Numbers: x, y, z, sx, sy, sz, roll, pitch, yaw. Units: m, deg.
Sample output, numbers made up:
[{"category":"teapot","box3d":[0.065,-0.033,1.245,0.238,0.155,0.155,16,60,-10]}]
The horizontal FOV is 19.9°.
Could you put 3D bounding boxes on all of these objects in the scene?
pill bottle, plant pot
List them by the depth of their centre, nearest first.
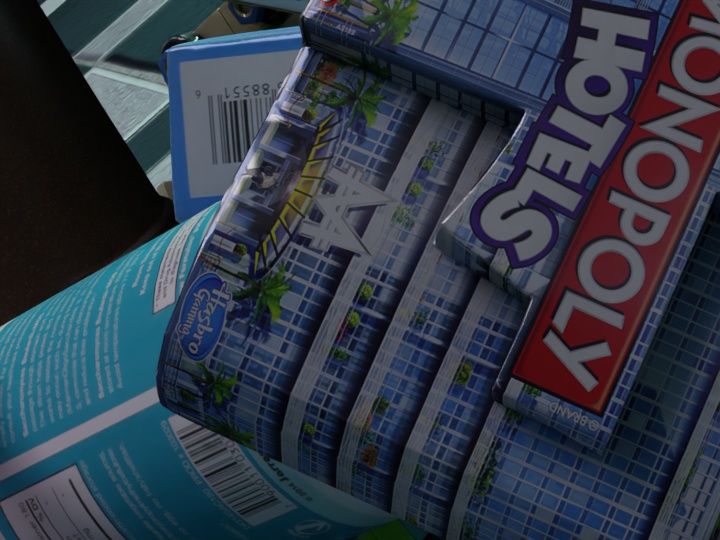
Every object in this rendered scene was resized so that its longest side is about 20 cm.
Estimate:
[{"category":"pill bottle","box3d":[-0.059,0.048,0.660,0.199,0.111,0.111,-26,22,36]},{"category":"plant pot","box3d":[-0.178,-0.032,0.845,0.199,0.199,0.200,-23,15,7]}]

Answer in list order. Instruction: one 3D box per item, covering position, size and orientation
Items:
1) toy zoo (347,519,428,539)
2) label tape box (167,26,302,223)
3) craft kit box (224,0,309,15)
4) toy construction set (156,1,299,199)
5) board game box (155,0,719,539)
[{"category":"toy zoo","box3d":[0.009,0.051,0.732,0.200,0.020,0.131,-49,20,-28]},{"category":"label tape box","box3d":[0.033,-0.052,0.746,0.143,0.064,0.200,-4,0,17]},{"category":"craft kit box","box3d":[-0.070,-0.152,0.831,0.200,0.196,0.049,-126,45,-63]},{"category":"toy construction set","box3d":[-0.028,-0.077,0.971,0.200,0.132,0.092,-35,0,30]},{"category":"board game box","box3d":[0.075,-0.019,0.540,0.062,0.199,0.201,84,-149,-68]}]
